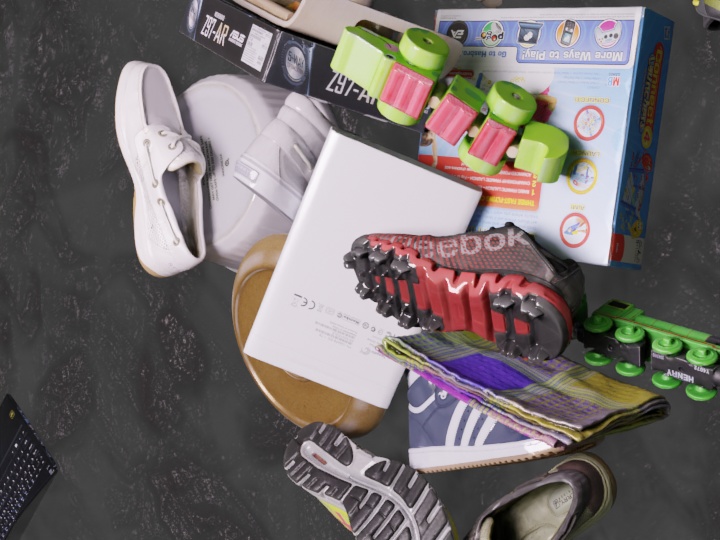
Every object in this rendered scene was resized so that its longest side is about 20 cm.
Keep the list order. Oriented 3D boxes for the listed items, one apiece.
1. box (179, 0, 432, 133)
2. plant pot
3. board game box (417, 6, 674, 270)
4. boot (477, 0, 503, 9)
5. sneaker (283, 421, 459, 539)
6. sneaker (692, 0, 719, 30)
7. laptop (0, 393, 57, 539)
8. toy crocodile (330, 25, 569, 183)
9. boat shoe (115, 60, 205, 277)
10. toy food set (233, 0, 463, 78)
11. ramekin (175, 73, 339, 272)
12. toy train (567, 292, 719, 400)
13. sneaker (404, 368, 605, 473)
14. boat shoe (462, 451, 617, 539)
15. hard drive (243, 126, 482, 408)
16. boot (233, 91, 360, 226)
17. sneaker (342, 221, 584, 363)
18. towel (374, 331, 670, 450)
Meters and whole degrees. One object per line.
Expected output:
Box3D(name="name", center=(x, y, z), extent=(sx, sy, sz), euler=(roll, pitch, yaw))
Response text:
Box3D(name="box", center=(-0.048, -0.183, 1.098), extent=(0.200, 0.159, 0.044), euler=(39, 112, 56))
Box3D(name="plant pot", center=(-0.053, 0.066, 1.148), extent=(0.199, 0.027, 0.202), euler=(25, 127, 37))
Box3D(name="board game box", center=(0.142, -0.110, 1.036), extent=(0.199, 0.056, 0.198), euler=(9, 93, 40))
Box3D(name="boot", center=(0.077, -0.325, 1.024), extent=(0.199, 0.073, 0.182), euler=(37, 115, -11))
Box3D(name="sneaker", center=(0.023, 0.202, 1.091), extent=(0.078, 0.090, 0.200), euler=(-48, 46, -6))
Box3D(name="sneaker", center=(0.269, -0.224, 0.928), extent=(0.085, 0.074, 0.201), euler=(-40, 63, 30))
Box3D(name="laptop", center=(-0.429, 0.272, 1.448), extent=(0.200, 0.103, 0.178), euler=(46, 114, 32))
Box3D(name="toy crocodile", center=(0.068, -0.126, 0.980), extent=(0.199, 0.062, 0.068), euler=(30, 123, 0))
Box3D(name="boat shoe", center=(-0.172, -0.098, 1.169), extent=(0.069, 0.071, 0.202), euler=(-11, 88, 37))
Box3D(name="toy food set", center=(-0.016, -0.224, 1.077), extent=(0.200, 0.142, 0.061), euler=(42, 115, 60))
Box3D(name="ramekin", center=(-0.118, -0.096, 1.226), extent=(0.201, 0.094, 0.205), euler=(-4, 84, 39))
Box3D(name="toy train", center=(0.199, 0.049, 0.973), extent=(0.199, 0.056, 0.042), euler=(18, 125, 41))
Box3D(name="sneaker", center=(0.106, 0.102, 1.029), extent=(0.199, 0.070, 0.110), euler=(-17, 75, 48))
Box3D(name="boat shoe", center=(0.117, 0.217, 1.022), extent=(0.201, 0.066, 0.072), euler=(-47, 60, 27))
Box3D(name="hard drive", center=(0.000, 0.000, 1.045), extent=(0.131, 0.027, 0.201), euler=(22, 107, -4))
Box3D(name="boot", center=(-0.023, -0.073, 1.099), extent=(0.073, 0.200, 0.096), euler=(33, 86, 35))
Box3D(name="sneaker", center=(0.084, 0.004, 0.981), extent=(0.199, 0.098, 0.071), euler=(16, 133, 31))
Box3D(name="towel", center=(0.126, 0.080, 0.978), extent=(0.199, 0.143, 0.023), euler=(26, 114, 41))
